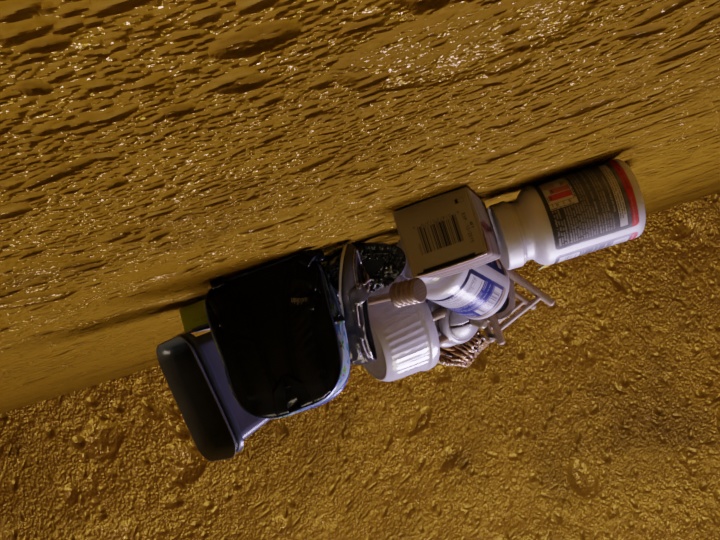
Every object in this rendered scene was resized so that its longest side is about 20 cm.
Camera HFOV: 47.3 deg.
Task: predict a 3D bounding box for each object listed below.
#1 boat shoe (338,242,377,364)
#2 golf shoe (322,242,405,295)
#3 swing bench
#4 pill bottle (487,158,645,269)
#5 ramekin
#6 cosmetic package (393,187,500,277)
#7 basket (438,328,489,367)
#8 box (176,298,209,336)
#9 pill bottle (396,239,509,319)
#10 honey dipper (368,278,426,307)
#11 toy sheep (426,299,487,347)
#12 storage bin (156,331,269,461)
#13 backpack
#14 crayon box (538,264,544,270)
[{"bbox_3d":[-0.001,0.050,1.203,0.056,0.203,0.067,5,-148,7],"label":"boat shoe"},{"bbox_3d":[-0.005,-0.007,1.268,0.198,0.079,0.094,-20,-166,35],"label":"golf shoe"},{"bbox_3d":[0.247,0.023,1.579,0.129,0.201,0.199,-37,175,0],"label":"swing bench"},{"bbox_3d":[0.288,-0.075,1.165,0.197,0.118,0.116,-17,176,0],"label":"pill bottle"},{"bbox_3d":[0.039,0.091,1.370,0.093,0.205,0.202,-26,179,-21],"label":"ramekin"},{"bbox_3d":[0.119,-0.044,1.077,0.102,0.089,0.200,-19,175,15],"label":"cosmetic package"},{"bbox_3d":[0.160,0.143,1.646,0.149,0.143,0.200,-44,-176,1],"label":"basket"},{"bbox_3d":[-0.207,0.062,1.375,0.121,0.048,0.199,-21,173,27],"label":"box"},{"bbox_3d":[0.142,0.000,1.292,0.110,0.113,0.199,-20,152,33],"label":"pill bottle"},{"bbox_3d":[0.016,0.048,1.260,0.198,0.039,0.038,-16,177,43],"label":"honey dipper"},{"bbox_3d":[0.145,0.074,1.448,0.136,0.140,0.199,-14,-156,-36],"label":"toy sheep"},{"bbox_3d":[-0.216,0.180,1.312,0.133,0.203,0.145,-25,-179,-40],"label":"storage bin"},{"bbox_3d":[-0.104,0.098,1.151,0.180,0.203,0.147,-18,170,4],"label":"backpack"},{"bbox_3d":[0.359,-0.083,1.344,0.200,0.051,0.127,-42,169,14],"label":"crayon box"}]
